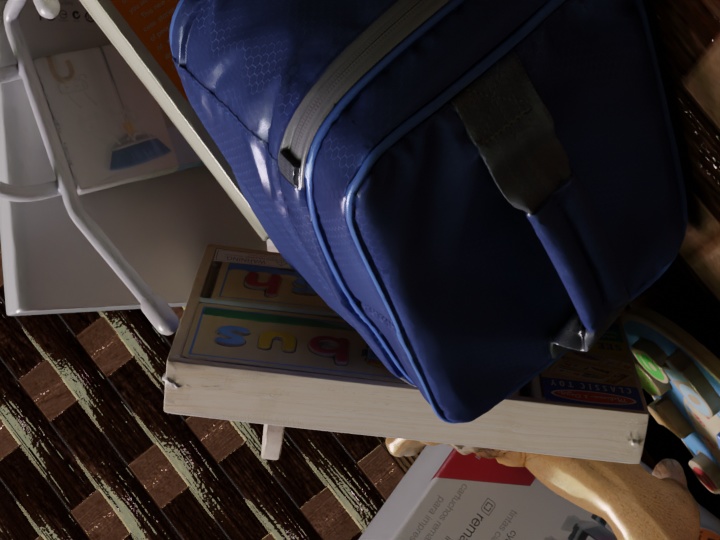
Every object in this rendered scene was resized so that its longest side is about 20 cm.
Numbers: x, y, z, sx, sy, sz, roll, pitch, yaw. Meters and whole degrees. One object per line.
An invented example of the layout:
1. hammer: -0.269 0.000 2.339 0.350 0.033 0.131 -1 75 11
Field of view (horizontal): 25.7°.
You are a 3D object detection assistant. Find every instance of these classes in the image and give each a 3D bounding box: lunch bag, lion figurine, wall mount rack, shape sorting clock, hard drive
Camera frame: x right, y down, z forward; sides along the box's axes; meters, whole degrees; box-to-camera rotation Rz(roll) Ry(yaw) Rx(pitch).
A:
1. lunch bag: 0.037 -0.037 0.584 0.132 0.136 0.200 47 172 38
2. lion figurine: 0.109 0.097 0.763 0.200 0.073 0.122 28 179 11
3. wall mount rack: -0.076 -0.059 0.719 0.075 0.200 0.174 -32 77 58
4. shape sorting clock: 0.182 0.099 0.719 0.200 0.039 0.200 51 172 9
5. hard drive: -0.114 -0.082 0.768 0.026 0.132 0.201 -12 82 59

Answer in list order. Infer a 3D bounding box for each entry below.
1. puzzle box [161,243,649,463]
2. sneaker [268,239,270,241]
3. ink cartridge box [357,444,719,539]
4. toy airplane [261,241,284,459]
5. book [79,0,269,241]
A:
1. puzzle box: 0.020 0.034 0.699 0.133 0.199 0.025 -86 3 -67
2. sneaker: 0.000 0.000 0.869 0.200 0.070 0.080 58 -176 -10
3. ink cartridge box: 0.115 0.172 0.900 0.200 0.145 0.145 36 173 -1
4. toy airplane: -0.052 -0.001 1.075 0.200 0.141 0.199 -66 -25 -55
5. book: -0.048 -0.132 0.670 0.200 0.134 0.048 53 170 -1
